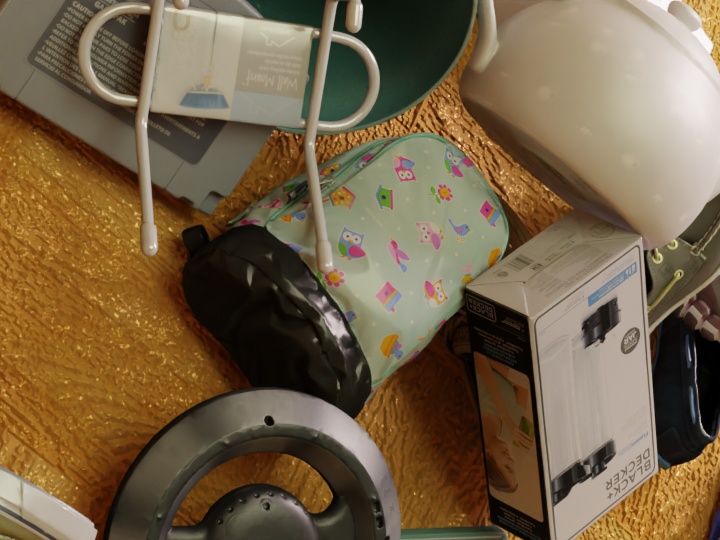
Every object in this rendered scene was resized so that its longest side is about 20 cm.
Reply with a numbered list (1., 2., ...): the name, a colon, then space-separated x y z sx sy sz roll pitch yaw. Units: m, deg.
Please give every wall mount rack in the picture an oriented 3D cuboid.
1. wall mount rack: -0.074 -0.094 1.581 0.199 0.075 0.174 6 97 -22

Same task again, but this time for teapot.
1. teapot: 0.170 -0.122 1.714 0.146 0.197 0.200 -51 159 -2

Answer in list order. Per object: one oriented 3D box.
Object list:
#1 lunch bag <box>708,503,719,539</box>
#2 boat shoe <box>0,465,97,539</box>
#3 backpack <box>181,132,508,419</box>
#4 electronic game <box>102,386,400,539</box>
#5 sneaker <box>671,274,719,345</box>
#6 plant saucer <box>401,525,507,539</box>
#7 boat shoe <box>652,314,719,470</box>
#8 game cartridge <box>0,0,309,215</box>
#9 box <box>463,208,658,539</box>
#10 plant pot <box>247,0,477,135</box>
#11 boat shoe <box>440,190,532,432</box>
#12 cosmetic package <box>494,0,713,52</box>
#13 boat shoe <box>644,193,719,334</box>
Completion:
1. lunch bag: 0.341 0.249 1.901 0.170 0.127 0.200 38 62 -22
2. boat shoe: -0.245 0.129 1.479 0.200 0.072 0.062 29 84 -27
3. backpack: 0.000 0.000 1.676 0.200 0.126 0.167 -40 104 -38
4. electronic game: -0.065 0.170 1.587 0.199 0.042 0.201 -5 101 -26
5. sneaker: 0.254 -0.026 1.852 0.200 0.116 0.076 35 31 23
6. plant saucer: 0.029 0.206 1.713 0.200 0.019 0.070 3 75 -41
7. boat shoe: 0.266 0.061 1.925 0.084 0.069 0.200 33 55 -29
8. game cartridge: -0.136 -0.135 1.613 0.200 0.042 0.133 32 94 -28
9. box: 0.136 0.075 1.710 0.117 0.060 0.200 -33 132 -33
10. plant pot: -0.027 -0.209 1.698 0.200 0.200 0.135 38 25 -26
11. boat shoe: 0.093 0.038 1.783 0.064 0.071 0.201 -20 92 -43
12. cosmetic package: 0.158 -0.201 1.907 0.200 0.081 0.113 51 52 -18
13. boat shoe: 0.201 -0.005 1.813 0.072 0.202 0.060 49 18 27
